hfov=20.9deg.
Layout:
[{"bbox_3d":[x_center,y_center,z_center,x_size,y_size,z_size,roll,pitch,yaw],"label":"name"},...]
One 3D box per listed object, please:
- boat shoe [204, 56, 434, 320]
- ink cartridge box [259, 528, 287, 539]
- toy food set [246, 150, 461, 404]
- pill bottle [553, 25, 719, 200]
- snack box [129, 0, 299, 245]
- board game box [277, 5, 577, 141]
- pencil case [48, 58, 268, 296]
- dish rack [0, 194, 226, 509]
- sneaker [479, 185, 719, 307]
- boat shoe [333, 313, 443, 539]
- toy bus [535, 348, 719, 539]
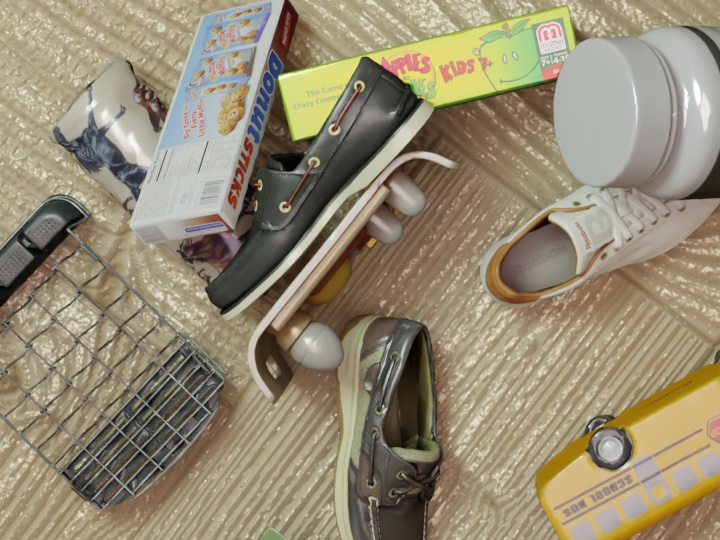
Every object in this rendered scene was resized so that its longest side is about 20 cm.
[{"bbox_3d":[-0.039,-0.052,1.283,0.063,0.074,0.201,39,107,-8],"label":"boat shoe"},{"bbox_3d":[-0.028,0.292,1.376,0.200,0.048,0.146,39,129,-2],"label":"ink cartridge box"},{"bbox_3d":[0.000,0.000,1.338,0.060,0.144,0.200,40,95,0],"label":"toy food set"},{"bbox_3d":[0.235,-0.104,1.290,0.199,0.114,0.114,-3,95,-27],"label":"pill bottle"},{"bbox_3d":[-0.097,-0.104,1.320,0.072,0.201,0.024,-10,137,28],"label":"snack box"},{"bbox_3d":[0.049,-0.134,1.346,0.199,0.102,0.048,-13,94,4],"label":"board game box"},{"bbox_3d":[-0.127,-0.064,1.375,0.200,0.089,0.078,42,124,0],"label":"pencil case"},{"bbox_3d":[-0.200,0.064,1.401,0.200,0.055,0.153,44,97,-2],"label":"dish rack"},{"bbox_3d":[0.177,-0.031,1.355,0.200,0.085,0.073,-32,90,2],"label":"sneaker"},{"bbox_3d":[0.024,0.131,1.373,0.065,0.073,0.201,-2,95,43],"label":"boat shoe"},{"bbox_3d":[0.219,0.123,1.372,0.200,0.065,0.078,-30,92,5],"label":"toy bus"}]
